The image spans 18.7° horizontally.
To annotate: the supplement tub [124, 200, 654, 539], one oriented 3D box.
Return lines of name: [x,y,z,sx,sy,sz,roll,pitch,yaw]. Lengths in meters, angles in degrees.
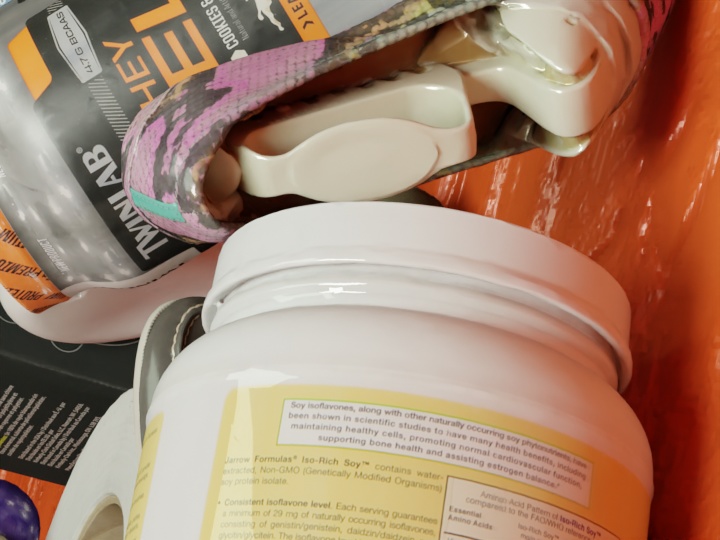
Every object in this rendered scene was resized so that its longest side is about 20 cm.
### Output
supplement tub: [0.004,0.097,0.598,0.145,0.145,0.201,144,140,-60]

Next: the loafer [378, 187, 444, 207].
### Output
loafer: [0.000,0.000,0.799,0.200,0.075,0.070,-163,86,-71]

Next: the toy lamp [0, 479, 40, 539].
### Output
toy lamp: [-0.148,0.146,0.904,0.200,0.058,0.058,-124,54,-68]

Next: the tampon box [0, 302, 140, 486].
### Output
tampon box: [-0.175,0.006,1.089,0.126,0.199,0.150,134,147,-52]

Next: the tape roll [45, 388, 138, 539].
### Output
tape roll: [-0.087,0.154,0.915,0.203,0.071,0.203,-53,27,43]

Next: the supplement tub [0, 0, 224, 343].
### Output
supplement tub: [-0.116,-0.083,0.996,0.145,0.144,0.201,-45,58,53]

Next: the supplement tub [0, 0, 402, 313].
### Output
supplement tub: [-0.066,-0.075,0.843,0.200,0.123,0.123,-32,26,2]

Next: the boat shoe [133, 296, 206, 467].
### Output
boat shoe: [-0.036,0.103,0.788,0.057,0.067,0.201,-22,72,50]

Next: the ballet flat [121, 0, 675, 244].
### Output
ballet flat: [0.026,-0.052,0.656,0.071,0.200,0.069,38,146,56]
